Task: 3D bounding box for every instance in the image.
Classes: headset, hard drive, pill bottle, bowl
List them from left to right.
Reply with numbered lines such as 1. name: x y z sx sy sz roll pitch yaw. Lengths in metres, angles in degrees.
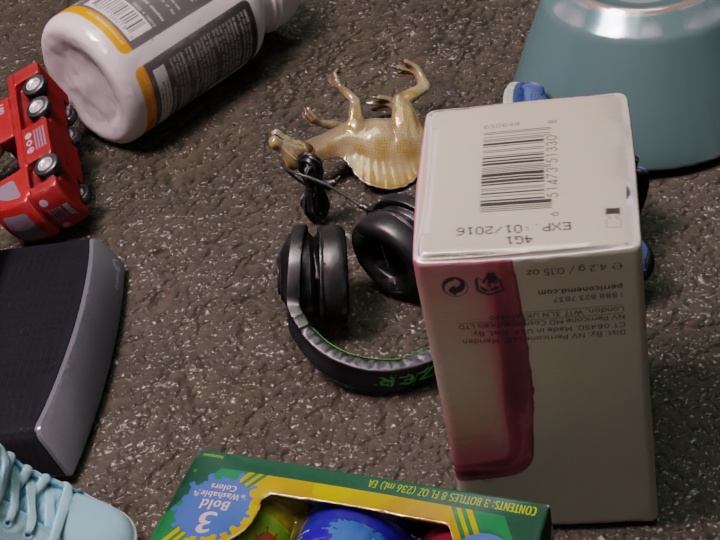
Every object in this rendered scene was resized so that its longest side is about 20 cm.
1. hard drive: -0.233 0.055 0.903 0.134 0.042 0.200 -6 40 8
2. pill bottle: -0.152 -0.200 1.124 0.116 0.117 0.200 25 52 36
3. headset: 0.000 0.000 0.904 0.123 0.094 0.200 -19 55 -14
4. bowl: 0.207 -0.173 1.002 0.200 0.105 0.201 -5 38 4

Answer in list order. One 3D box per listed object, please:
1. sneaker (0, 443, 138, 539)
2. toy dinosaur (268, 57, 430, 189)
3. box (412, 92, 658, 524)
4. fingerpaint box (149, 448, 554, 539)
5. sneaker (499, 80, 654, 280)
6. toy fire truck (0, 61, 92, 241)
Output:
1. sneaker: -0.209 0.119 0.733 0.199 0.082 0.074 17 43 -18
2. toy dinosaur: 0.029 -0.102 1.025 0.199 0.058 0.101 -2 57 -7
3. box: 0.097 0.025 0.730 0.109 0.200 0.128 -4 40 10
4. fingerpaint box: -0.019 0.183 0.674 0.199 0.074 0.167 6 43 21
5. sneaker: 0.143 -0.054 0.919 0.089 0.079 0.200 -8 48 -7
6. toy fire truck: -0.290 -0.091 1.069 0.141 0.049 0.200 -28 50 11
